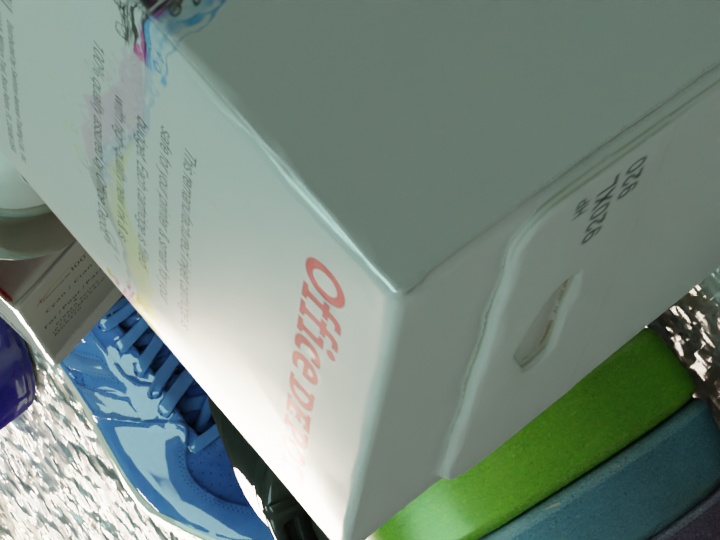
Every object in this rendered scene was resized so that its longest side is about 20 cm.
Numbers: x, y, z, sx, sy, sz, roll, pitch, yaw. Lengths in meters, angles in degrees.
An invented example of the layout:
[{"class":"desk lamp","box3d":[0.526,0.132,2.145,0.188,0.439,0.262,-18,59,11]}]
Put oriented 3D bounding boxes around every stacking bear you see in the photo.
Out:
[{"class":"stacking bear","box3d":[0.040,0.035,0.745,0.201,0.113,0.121,59,160,4]}]

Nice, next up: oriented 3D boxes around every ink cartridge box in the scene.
[{"class":"ink cartridge box","box3d":[-0.172,-0.064,0.880,0.200,0.045,0.176,42,172,11]},{"class":"ink cartridge box","box3d":[-0.006,-0.069,0.621,0.200,0.144,0.147,49,159,17]}]

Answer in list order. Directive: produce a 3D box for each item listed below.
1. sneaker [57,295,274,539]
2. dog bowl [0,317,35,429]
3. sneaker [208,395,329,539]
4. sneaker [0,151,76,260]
[{"class":"sneaker","box3d":[-0.084,0.023,1.033,0.200,0.077,0.111,51,166,23]},{"class":"dog bowl","box3d":[-0.261,0.013,1.408,0.200,0.079,0.201,46,157,25]},{"class":"sneaker","box3d":[0.017,0.093,0.907,0.091,0.076,0.200,43,170,50]},{"class":"sneaker","box3d":[-0.139,-0.102,0.790,0.200,0.074,0.089,45,148,25]}]
